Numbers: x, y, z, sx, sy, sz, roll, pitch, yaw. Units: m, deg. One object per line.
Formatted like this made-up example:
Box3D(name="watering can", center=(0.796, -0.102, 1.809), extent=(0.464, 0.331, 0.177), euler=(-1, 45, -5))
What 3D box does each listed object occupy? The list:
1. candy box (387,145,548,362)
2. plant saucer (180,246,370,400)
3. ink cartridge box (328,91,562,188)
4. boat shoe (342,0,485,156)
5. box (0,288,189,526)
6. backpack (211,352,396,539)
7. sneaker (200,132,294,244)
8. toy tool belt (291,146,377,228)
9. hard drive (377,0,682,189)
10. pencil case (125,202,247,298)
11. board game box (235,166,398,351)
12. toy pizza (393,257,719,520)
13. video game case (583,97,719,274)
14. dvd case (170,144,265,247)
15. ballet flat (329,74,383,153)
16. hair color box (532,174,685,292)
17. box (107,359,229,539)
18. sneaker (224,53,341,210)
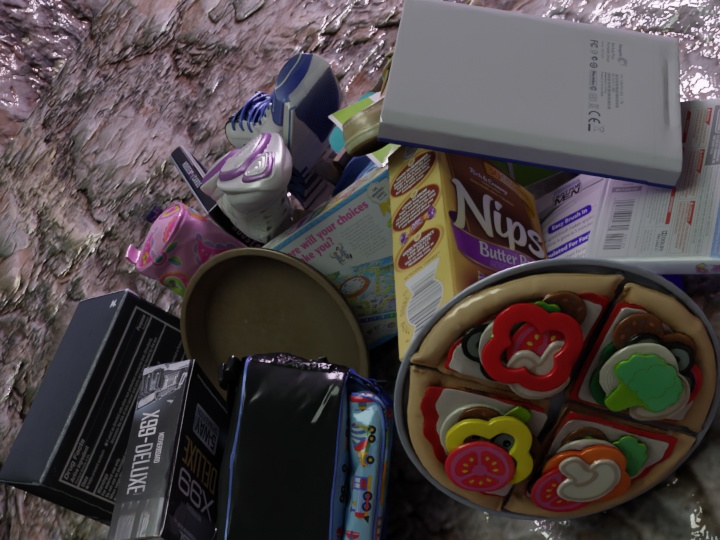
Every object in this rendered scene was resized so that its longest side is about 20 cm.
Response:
Box3D(name="candy box", center=(0.080, -0.002, 0.696), extent=(0.056, 0.117, 0.200), euler=(-38, 35, 30))
Box3D(name="plant saucer", center=(-0.077, 0.069, 0.922), extent=(0.200, 0.200, 0.029), euler=(-32, 6, 34))
Box3D(name="ink cartridge box", center=(0.092, -0.122, 0.858), extent=(0.200, 0.076, 0.148), euler=(-24, 31, -8))
Box3D(name="boat shoe", center=(0.046, -0.152, 0.770), extent=(0.200, 0.065, 0.072), euler=(-40, 10, -36))
Box3D(name="box", center=(-0.216, 0.153, 0.999), extent=(0.123, 0.198, 0.200), euler=(-10, 53, 50))
Box3D(name="backpack", center=(-0.042, 0.160, 0.800), extent=(0.200, 0.134, 0.183), euler=(65, -149, -81))
Box3D(name="sneaker", center=(-0.087, -0.072, 0.933), extent=(0.075, 0.100, 0.200), euler=(-43, 13, -10))
Box3D(name="toy tool belt", center=(0.022, -0.093, 0.969), extent=(0.200, 0.123, 0.125), euler=(-60, 32, -6))
Box3D(name="hard drive", center=(0.120, -0.128, 0.697), extent=(0.025, 0.199, 0.132), euler=(96, -175, -55))
Box3D(name="pencil case", center=(-0.135, 0.014, 1.012), extent=(0.087, 0.200, 0.088), euler=(-38, 30, 28))
Box3D(name="board game box", center=(0.000, 0.000, 0.903), extent=(0.200, 0.135, 0.034), euler=(-31, 16, 34))
Box3D(name="toy pizza", center=(0.120, 0.083, 0.600), extent=(0.200, 0.200, 0.032), euler=(-43, 23, 21))
Box3D(name="video game case", center=(0.256, -0.059, 0.651), extent=(0.200, 0.018, 0.143), euler=(-1, 54, 33))
Box3D(name="dvd case", center=(-0.140, -0.059, 1.134), extent=(0.025, 0.150, 0.200), euler=(-44, 32, 2))
Box3D(name="ballet flat", center=(0.041, -0.179, 1.077), extent=(0.200, 0.067, 0.068), euler=(-52, 38, 8))
Box3D(name="hair color box", center=(0.172, 0.023, 0.717), extent=(0.109, 0.065, 0.200), euler=(-31, 41, 36))
Box3D(name="box", center=(-0.131, 0.196, 0.843), extent=(0.050, 0.200, 0.158), euler=(-11, 47, 15))
Box3D(name="sneaker", center=(-0.084, -0.142, 0.983), extent=(0.081, 0.115, 0.200), euler=(-51, -16, -21))
